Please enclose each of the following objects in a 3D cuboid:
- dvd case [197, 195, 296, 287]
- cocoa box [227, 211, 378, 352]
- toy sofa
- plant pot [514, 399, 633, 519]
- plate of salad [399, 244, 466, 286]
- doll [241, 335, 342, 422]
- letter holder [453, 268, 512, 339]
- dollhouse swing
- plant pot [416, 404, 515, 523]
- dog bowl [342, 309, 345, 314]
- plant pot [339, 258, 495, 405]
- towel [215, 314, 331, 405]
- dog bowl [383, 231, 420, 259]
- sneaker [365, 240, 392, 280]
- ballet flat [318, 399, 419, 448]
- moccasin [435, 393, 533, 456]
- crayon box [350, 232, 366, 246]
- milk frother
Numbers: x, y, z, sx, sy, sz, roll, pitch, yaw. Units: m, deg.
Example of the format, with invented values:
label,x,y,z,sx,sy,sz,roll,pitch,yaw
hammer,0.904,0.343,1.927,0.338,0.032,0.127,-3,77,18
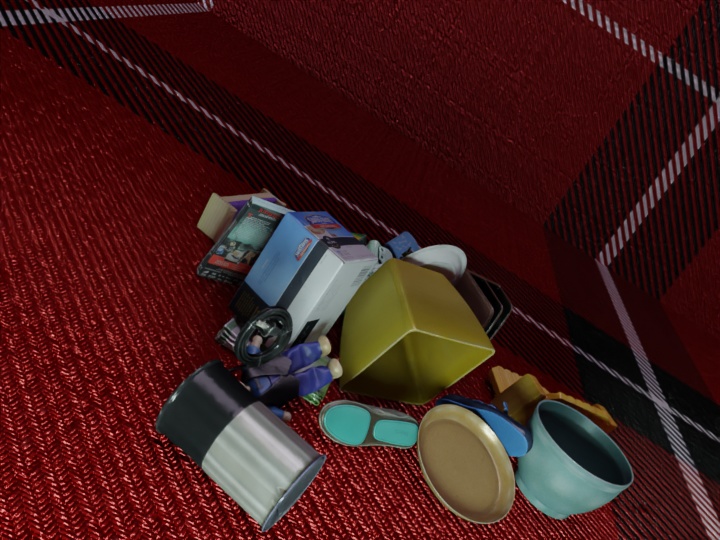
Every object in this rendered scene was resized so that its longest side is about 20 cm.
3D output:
label,x,y,z,sx,sy,sz,roll,pitch,yaw
dvd case,-0.176,-0.038,1.352,0.145,0.200,0.022,18,44,-32
cocoa box,-0.094,0.019,1.266,0.131,0.201,0.133,41,20,18
toy sofa,-0.228,-0.104,1.575,0.097,0.083,0.200,38,22,16
plant pot,0.356,0.347,1.363,0.199,0.135,0.201,28,21,-12
plate of salad,0.107,0.014,1.462,0.199,0.200,0.048,12,41,-43
doll,-0.125,0.157,1.157,0.199,0.048,0.137,-19,78,-41
letter holder,0.207,0.127,1.529,0.100,0.201,0.143,22,26,-33
dollhouse swing,0.383,0.250,1.586,0.199,0.182,0.177,24,43,-20
plant pot,0.165,0.312,1.247,0.199,0.027,0.201,24,43,-24
dog bowl,-0.026,0.038,1.582,0.199,0.050,0.112,9,32,-46
plant pot,0.080,0.098,1.351,0.199,0.200,0.178,17,46,-36
towel,-0.130,0.130,1.286,0.199,0.031,0.149,33,22,-1
dog bowl,0.089,0.017,1.597,0.049,0.201,0.112,-18,39,-16
sneaker,0.000,0.000,1.480,0.073,0.120,0.200,-7,-8,31
ballet flat,0.005,0.241,1.217,0.199,0.068,0.063,19,-2,-34
moccasin,0.224,0.257,1.366,0.068,0.081,0.199,-13,28,-43
crayon box,-0.100,-0.051,1.560,0.198,0.052,0.126,7,14,16
milk frother,-0.115,0.177,0.976,0.188,0.201,0.180,38,18,13
